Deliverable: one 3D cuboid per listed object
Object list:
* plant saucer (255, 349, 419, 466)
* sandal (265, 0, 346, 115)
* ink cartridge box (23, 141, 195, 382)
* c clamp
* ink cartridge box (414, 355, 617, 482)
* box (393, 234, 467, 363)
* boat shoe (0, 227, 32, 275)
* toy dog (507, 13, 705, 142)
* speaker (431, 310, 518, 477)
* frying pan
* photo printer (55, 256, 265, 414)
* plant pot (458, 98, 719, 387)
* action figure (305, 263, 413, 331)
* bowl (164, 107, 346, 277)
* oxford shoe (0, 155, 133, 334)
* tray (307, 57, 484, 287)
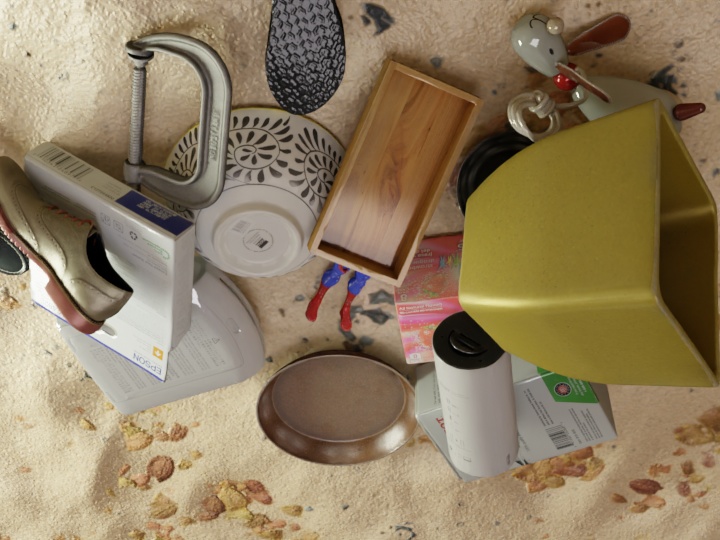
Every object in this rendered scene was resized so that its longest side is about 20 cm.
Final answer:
[{"bbox_3d":[-0.026,0.162,1.462,0.200,0.035,0.200,1,132,1],"label":"plant saucer"},{"bbox_3d":[-0.051,-0.241,1.101,0.075,0.048,0.201,0,119,2],"label":"sandal"},{"bbox_3d":[-0.260,-0.007,1.243,0.199,0.041,0.200,29,133,19],"label":"ink cartridge box"},{"bbox_3d":[-0.197,-0.141,1.158,0.171,0.027,0.200,28,124,20],"label":"c clamp"},{"bbox_3d":[0.181,0.155,1.422,0.200,0.083,0.147,-20,129,17],"label":"ink cartridge box"},{"bbox_3d":[0.139,0.023,1.295,0.200,0.095,0.103,-7,134,6],"label":"box"},{"bbox_3d":[-0.422,-0.050,1.254,0.076,0.060,0.200,-33,124,25],"label":"boat shoe"},{"bbox_3d":[0.239,-0.170,1.118,0.200,0.132,0.096,18,152,-27],"label":"toy dog"},{"bbox_3d":[0.124,0.134,1.282,0.081,0.081,0.200,-7,137,6],"label":"speaker"},{"bbox_3d":[0.171,-0.049,1.219,0.115,0.031,0.190,-27,95,2],"label":"frying pan"},{"bbox_3d":[-0.215,0.072,1.357,0.200,0.069,0.166,-17,128,15],"label":"photo printer"},{"bbox_3d":[0.202,-0.010,1.096,0.200,0.196,0.194,-8,149,29],"label":"plant pot"},{"bbox_3d":[0.000,0.000,1.279,0.065,0.099,0.200,14,128,-14],"label":"action figure"},{"bbox_3d":[-0.103,-0.057,1.222,0.201,0.094,0.201,-2,132,-2],"label":"bowl"},{"bbox_3d":[-0.294,-0.038,1.187,0.075,0.070,0.200,-35,92,17],"label":"oxford shoe"},{"bbox_3d":[0.032,-0.094,1.173,0.099,0.037,0.200,21,103,-13],"label":"tray"}]
